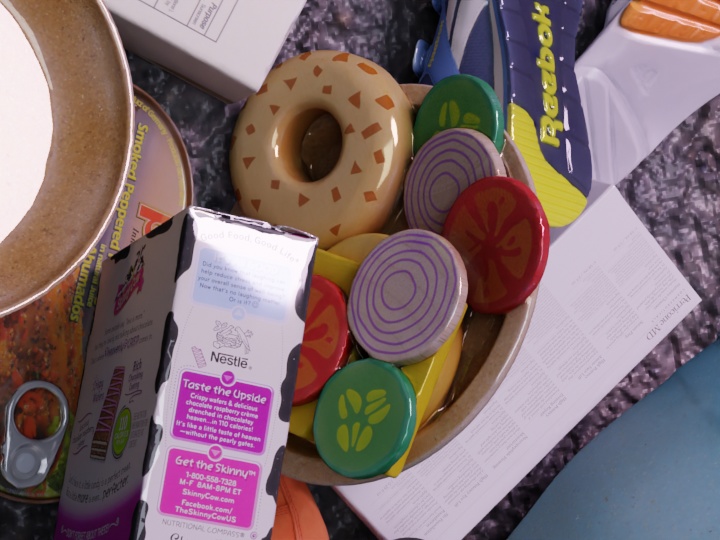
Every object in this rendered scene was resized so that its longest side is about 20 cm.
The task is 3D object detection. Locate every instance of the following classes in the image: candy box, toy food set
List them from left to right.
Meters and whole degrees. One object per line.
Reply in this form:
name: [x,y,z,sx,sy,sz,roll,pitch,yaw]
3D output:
candy box: [-0.081,0.085,0.788,0.061,0.136,0.200,13,77,-21]
toy food set: [0.000,0.000,0.855,0.049,0.198,0.200,27,84,-49]

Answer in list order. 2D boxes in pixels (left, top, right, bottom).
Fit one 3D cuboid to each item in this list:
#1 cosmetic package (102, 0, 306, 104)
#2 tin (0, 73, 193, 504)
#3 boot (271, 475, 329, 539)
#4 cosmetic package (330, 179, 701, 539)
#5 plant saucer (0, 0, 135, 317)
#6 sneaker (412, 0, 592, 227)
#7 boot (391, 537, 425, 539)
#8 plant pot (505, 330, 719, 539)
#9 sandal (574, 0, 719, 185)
cosmetic package: [-0.118,-0.170,0.874,0.200,0.071,0.105,30,82,-13]
tin: [-0.141,0.007,0.866,0.112,0.042,0.200,18,80,-33]
boot: [-0.114,0.134,0.885,0.200,0.075,0.107,-10,78,-13]
cosmetic package: [0.069,0.051,0.928,0.200,0.051,0.083,-43,109,-8]
plant saucer: [-0.193,-0.071,0.785,0.200,0.035,0.200,7,77,-31]
sneaker: [0.062,-0.108,0.921,0.074,0.082,0.200,21,61,-37]
boot: [0.003,0.241,0.833,0.079,0.158,0.211,11,124,-46]
plant pot: [0.156,0.161,0.898,0.188,0.200,0.200,-34,99,3]
sandal: [0.150,-0.117,0.958,0.207,0.059,0.079,-41,111,10]
